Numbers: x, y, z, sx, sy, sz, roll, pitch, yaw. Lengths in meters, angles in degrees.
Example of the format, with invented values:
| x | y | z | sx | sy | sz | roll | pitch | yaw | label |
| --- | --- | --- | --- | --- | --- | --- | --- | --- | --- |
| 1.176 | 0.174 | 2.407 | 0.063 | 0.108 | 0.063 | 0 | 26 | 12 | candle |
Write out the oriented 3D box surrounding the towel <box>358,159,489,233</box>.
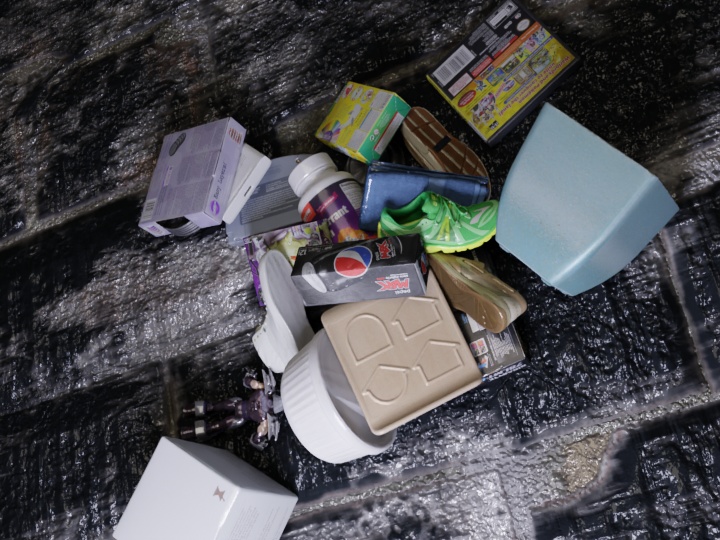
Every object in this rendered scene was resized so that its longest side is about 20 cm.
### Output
| x | y | z | sx | sy | sz | roll | pitch | yaw | label |
| --- | --- | --- | --- | --- | --- | --- | --- | --- | --- |
| 0.096 | -0.103 | 1.389 | 0.195 | 0.114 | 0.049 | 6 | 28 | -11 | towel |

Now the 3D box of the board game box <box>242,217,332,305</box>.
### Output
| x | y | z | sx | sy | sz | roll | pitch | yaw | label |
| --- | --- | --- | --- | --- | --- | --- | --- | --- | --- |
| -0.113 | -0.011 | 1.473 | 0.198 | 0.032 | 0.123 | -10 | 101 | 47 | board game box |

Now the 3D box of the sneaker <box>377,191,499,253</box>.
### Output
| x | y | z | sx | sy | sz | roll | pitch | yaw | label |
| --- | --- | --- | --- | --- | --- | --- | --- | --- | --- |
| 0.121 | -0.075 | 1.337 | 0.195 | 0.085 | 0.075 | -11 | 35 | 0 | sneaker |

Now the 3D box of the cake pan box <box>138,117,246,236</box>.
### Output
| x | y | z | sx | sy | sz | roll | pitch | yaw | label |
| --- | --- | --- | --- | --- | --- | --- | --- | --- | --- |
| -0.301 | -0.162 | 1.603 | 0.181 | 0.052 | 0.204 | -10 | 60 | 39 | cake pan box |

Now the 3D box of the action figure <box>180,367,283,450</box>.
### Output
| x | y | z | sx | sy | sz | roll | pitch | yaw | label |
| --- | --- | --- | --- | --- | --- | --- | --- | --- | --- |
| -0.199 | 0.232 | 1.488 | 0.195 | 0.069 | 0.133 | -13 | 62 | 16 | action figure |

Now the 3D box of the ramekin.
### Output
| x | y | z | sx | sy | sz | roll | pitch | yaw | label |
| --- | --- | --- | --- | --- | --- | --- | --- | --- | --- |
| -0.037 | 0.194 | 1.358 | 0.093 | 0.201 | 0.206 | -31 | 64 | 23 | ramekin |

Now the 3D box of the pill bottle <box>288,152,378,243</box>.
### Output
| x | y | z | sx | sy | sz | roll | pitch | yaw | label |
| --- | --- | --- | --- | --- | --- | --- | --- | --- | --- |
| -0.034 | -0.088 | 1.467 | 0.111 | 0.111 | 0.202 | -36 | 74 | 9 | pill bottle |

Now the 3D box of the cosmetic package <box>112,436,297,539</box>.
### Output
| x | y | z | sx | sy | sz | roll | pitch | yaw | label |
| --- | --- | --- | --- | --- | --- | --- | --- | --- | --- |
| -0.231 | 0.376 | 1.380 | 0.164 | 0.200 | 0.170 | 25 | 84 | 28 | cosmetic package |

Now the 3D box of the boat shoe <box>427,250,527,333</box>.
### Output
| x | y | z | sx | sy | sz | roll | pitch | yaw | label |
| --- | --- | --- | --- | --- | --- | --- | --- | --- | --- |
| 0.161 | 0.020 | 1.345 | 0.064 | 0.072 | 0.199 | -28 | 49 | -27 | boat shoe |

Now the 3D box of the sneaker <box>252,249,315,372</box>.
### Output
| x | y | z | sx | sy | sz | roll | pitch | yaw | label |
| --- | --- | --- | --- | --- | --- | --- | --- | --- | --- |
| -0.145 | 0.073 | 1.464 | 0.114 | 0.073 | 0.204 | -13 | 97 | 43 | sneaker |

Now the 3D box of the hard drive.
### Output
| x | y | z | sx | sy | sz | roll | pitch | yaw | label |
| --- | --- | --- | --- | --- | --- | --- | --- | --- | --- |
| -0.251 | -0.178 | 1.623 | 0.199 | 0.027 | 0.133 | 35 | 90 | 46 | hard drive |

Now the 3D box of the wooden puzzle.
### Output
| x | y | z | sx | sy | sz | roll | pitch | yaw | label |
| --- | --- | --- | --- | --- | --- | --- | --- | --- | --- |
| 0.060 | 0.116 | 1.335 | 0.182 | 0.046 | 0.203 | -25 | 74 | -6 | wooden puzzle |

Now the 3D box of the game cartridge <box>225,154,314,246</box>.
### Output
| x | y | z | sx | sy | sz | roll | pitch | yaw | label |
| --- | --- | --- | --- | --- | --- | --- | --- | --- | --- |
| -0.150 | -0.130 | 1.592 | 0.196 | 0.040 | 0.137 | -14 | 73 | 20 | game cartridge |

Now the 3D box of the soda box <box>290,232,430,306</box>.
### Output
| x | y | z | sx | sy | sz | roll | pitch | yaw | label |
| --- | --- | --- | --- | --- | --- | --- | --- | --- | --- |
| 0.000 | 0.000 | 1.330 | 0.195 | 0.071 | 0.064 | -7 | 44 | 20 | soda box |

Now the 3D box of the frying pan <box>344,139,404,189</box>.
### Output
| x | y | z | sx | sy | sz | roll | pitch | yaw | label |
| --- | --- | --- | --- | --- | --- | --- | --- | --- | --- |
| 0.033 | -0.146 | 1.522 | 0.113 | 0.031 | 0.193 | -29 | 62 | 15 | frying pan |

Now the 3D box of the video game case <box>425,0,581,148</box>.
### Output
| x | y | z | sx | sy | sz | roll | pitch | yaw | label |
| --- | --- | --- | --- | --- | --- | --- | --- | --- | --- |
| 0.233 | -0.332 | 1.489 | 0.199 | 0.025 | 0.182 | -42 | 62 | 6 | video game case |

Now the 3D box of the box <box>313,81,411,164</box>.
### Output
| x | y | z | sx | sy | sz | roll | pitch | yaw | label |
| --- | --- | --- | --- | --- | --- | --- | --- | --- | --- |
| -0.005 | -0.252 | 1.522 | 0.119 | 0.048 | 0.199 | -57 | 33 | 0 | box |

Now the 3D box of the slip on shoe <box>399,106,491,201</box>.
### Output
| x | y | z | sx | sy | sz | roll | pitch | yaw | label |
| --- | --- | --- | --- | --- | --- | --- | --- | --- | --- |
| 0.135 | -0.176 | 1.469 | 0.076 | 0.061 | 0.200 | -39 | 78 | -22 | slip on shoe |

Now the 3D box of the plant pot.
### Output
| x | y | z | sx | sy | sz | roll | pitch | yaw | label |
| --- | --- | --- | --- | --- | --- | --- | --- | --- | --- |
| 0.306 | -0.081 | 1.293 | 0.196 | 0.195 | 0.202 | 40 | 100 | 28 | plant pot |

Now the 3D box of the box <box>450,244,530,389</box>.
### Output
| x | y | z | sx | sy | sz | roll | pitch | yaw | label |
| --- | --- | --- | --- | --- | --- | --- | --- | --- | --- |
| 0.137 | 0.087 | 1.391 | 0.195 | 0.050 | 0.204 | -26 | 66 | 15 | box |
